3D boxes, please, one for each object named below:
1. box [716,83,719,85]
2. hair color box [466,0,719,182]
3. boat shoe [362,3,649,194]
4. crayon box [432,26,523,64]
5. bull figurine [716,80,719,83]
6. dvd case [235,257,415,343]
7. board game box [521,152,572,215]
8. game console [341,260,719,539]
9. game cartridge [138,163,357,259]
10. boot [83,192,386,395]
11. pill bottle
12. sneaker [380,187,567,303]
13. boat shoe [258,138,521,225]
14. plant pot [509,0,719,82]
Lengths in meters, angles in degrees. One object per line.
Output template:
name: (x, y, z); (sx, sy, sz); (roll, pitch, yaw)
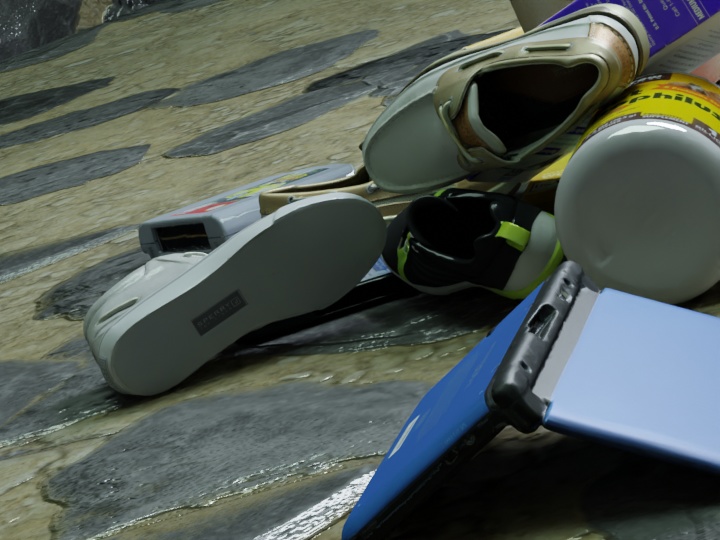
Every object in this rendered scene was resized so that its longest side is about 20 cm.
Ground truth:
box: (0.219, -0.103, 1.801); (0.200, 0.041, 0.039); (-12, 13, 15)
hair color box: (0.150, -0.132, 1.570); (0.200, 0.065, 0.109); (-35, -12, 20)
boat shoe: (0.076, -0.097, 1.493); (0.200, 0.075, 0.068); (-29, 8, 31)
crayon box: (0.124, -0.149, 1.985); (0.200, 0.051, 0.127); (-22, -13, -27)
bull figurine: (0.294, -0.160, 1.900); (0.200, 0.065, 0.121); (-17, 18, 24)
dvd case: (0.000, 0.000, 1.672); (0.200, 0.018, 0.143); (-17, 13, -7)
board game box: (0.197, -0.072, 1.685); (0.153, 0.040, 0.200); (-13, 13, 14)
game console: (0.104, 0.081, 1.189); (0.171, 0.118, 0.200); (-45, 2, 21)
game cartridge: (-0.078, -0.044, 1.880); (0.133, 0.041, 0.200); (-17, 6, -23)
boot: (-0.085, 0.002, 1.574); (0.200, 0.074, 0.096); (-28, 26, -9)
pill bottle: (0.179, -0.055, 1.473); (0.109, 0.109, 0.200); (-13, 13, 15)
sneaker: (0.058, -0.028, 1.516); (0.200, 0.083, 0.072); (7, 70, 59)
boat shoe: (0.022, -0.061, 1.776); (0.200, 0.076, 0.072); (-21, 13, -22)
plant pot: (0.182, -0.215, 1.787); (0.200, 0.184, 0.200); (-17, 18, 6)
